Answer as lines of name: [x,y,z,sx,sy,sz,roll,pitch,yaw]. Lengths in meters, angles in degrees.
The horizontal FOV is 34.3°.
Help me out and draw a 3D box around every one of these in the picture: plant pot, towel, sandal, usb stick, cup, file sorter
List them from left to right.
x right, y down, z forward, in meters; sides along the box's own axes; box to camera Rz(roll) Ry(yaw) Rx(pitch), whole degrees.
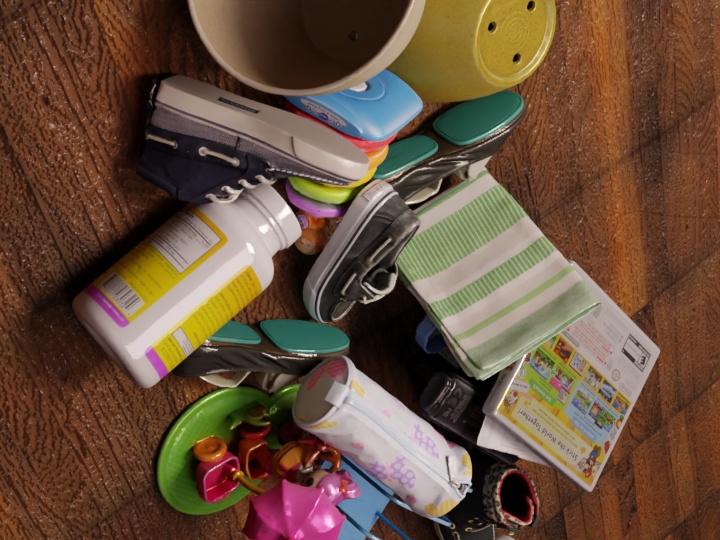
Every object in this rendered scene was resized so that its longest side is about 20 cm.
cup: [-0.026,-0.237,0.977,0.201,0.200,0.143,-66,163,8]
file sorter: [0.012,0.283,1.318,0.139,0.123,0.200,33,89,-46]
sandal: [0.103,0.016,1.240,0.080,0.087,0.201,71,20,-52]
plant pot: [0.097,-0.240,1.092,0.200,0.142,0.201,-19,124,-31]
usb stick: [0.125,0.158,1.235,0.056,0.033,0.200,-55,139,0]
towel: [0.124,-0.001,1.190,0.152,0.200,0.023,-32,151,-6]

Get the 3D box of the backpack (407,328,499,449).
backpack: [0.152,0.086,1.329,0.200,0.126,0.167,-43,145,-15]

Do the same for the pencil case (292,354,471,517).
pencil case: [0.024,0.168,1.162,0.200,0.091,0.083,40,89,-26]

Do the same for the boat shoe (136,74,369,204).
boat shoe: [-0.096,-0.092,0.999,0.075,0.199,0.093,-51,163,-68]

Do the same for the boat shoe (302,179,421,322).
boat shoe: [0.000,0.000,1.139,0.072,0.071,0.200,-34,162,-35]

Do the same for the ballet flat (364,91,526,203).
ballet flat: [0.082,-0.118,1.196,0.200,0.068,0.069,-26,136,-16]

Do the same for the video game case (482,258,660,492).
video game case: [0.228,0.115,1.238,0.200,0.023,0.182,40,74,-38]

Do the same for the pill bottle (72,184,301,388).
pill bottle: [-0.149,0.004,1.041,0.200,0.104,0.104,-41,133,-16]

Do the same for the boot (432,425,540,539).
boot: [0.150,0.292,1.387,0.073,0.154,0.204,-25,112,-24]

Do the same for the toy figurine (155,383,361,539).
toy figurine: [-0.072,0.213,1.163,0.200,0.184,0.151,-22,125,-31]

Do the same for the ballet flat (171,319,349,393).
ballet flat: [-0.104,0.082,1.155,0.199,0.068,0.069,8,117,-37]

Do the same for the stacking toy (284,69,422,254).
stacking toy: [-0.032,-0.094,1.102,0.110,0.116,0.200,-43,158,-50]

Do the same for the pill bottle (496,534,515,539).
pill bottle: [0.127,0.424,1.500,0.200,0.111,0.111,-25,127,-29]

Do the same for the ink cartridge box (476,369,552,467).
ink cartridge box: [0.202,0.126,1.263,0.200,0.057,0.163,20,86,-35]
